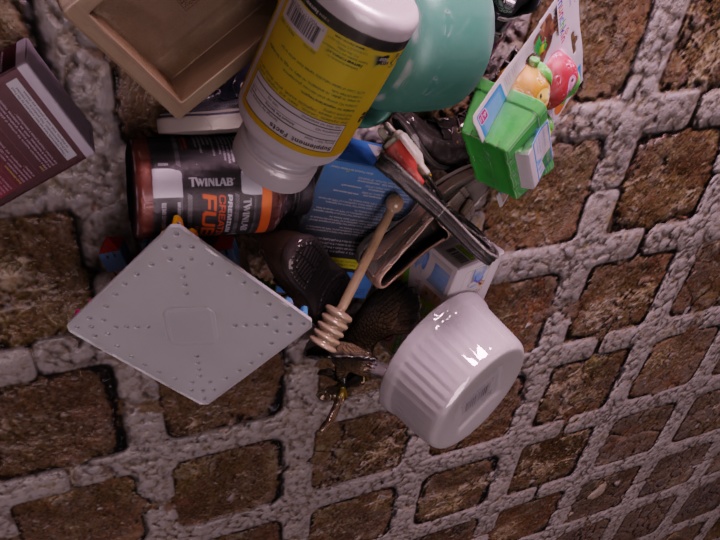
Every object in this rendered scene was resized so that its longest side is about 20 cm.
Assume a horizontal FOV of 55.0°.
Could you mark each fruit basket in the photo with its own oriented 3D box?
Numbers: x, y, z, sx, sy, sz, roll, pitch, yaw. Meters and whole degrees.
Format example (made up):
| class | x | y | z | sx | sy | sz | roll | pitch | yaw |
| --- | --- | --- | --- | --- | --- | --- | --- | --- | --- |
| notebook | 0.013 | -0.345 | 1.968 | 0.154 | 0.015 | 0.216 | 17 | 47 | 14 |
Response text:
| class | x | y | z | sx | sy | sz | roll | pitch | yaw |
| --- | --- | --- | --- | --- | --- | --- | --- | --- | --- |
| fruit basket | 0.201 | -0.191 | 0.778 | 0.201 | 0.093 | 0.186 | -50 | 150 | -7 |

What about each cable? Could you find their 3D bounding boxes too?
| class | x | y | z | sx | sy | sz | roll | pitch | yaw |
| --- | --- | --- | --- | --- | --- | --- | --- | --- | --- |
| cable | 0.087 | -0.087 | 0.778 | 0.051 | 0.199 | 0.097 | -49 | 175 | 16 |

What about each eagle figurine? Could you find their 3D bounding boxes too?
| class | x | y | z | sx | sy | sz | roll | pitch | yaw |
| --- | --- | --- | --- | --- | --- | --- | --- | --- | --- |
| eagle figurine | -0.003 | 0.107 | 0.945 | 0.147 | 0.154 | 0.202 | 1 | 141 | -6 |

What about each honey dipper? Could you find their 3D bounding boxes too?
| class | x | y | z | sx | sy | sz | roll | pitch | yaw |
| --- | --- | --- | --- | --- | --- | --- | --- | --- | --- |
| honey dipper | 0.000 | 0.000 | 0.827 | 0.038 | 0.038 | 0.203 | 27 | 90 | -41 |

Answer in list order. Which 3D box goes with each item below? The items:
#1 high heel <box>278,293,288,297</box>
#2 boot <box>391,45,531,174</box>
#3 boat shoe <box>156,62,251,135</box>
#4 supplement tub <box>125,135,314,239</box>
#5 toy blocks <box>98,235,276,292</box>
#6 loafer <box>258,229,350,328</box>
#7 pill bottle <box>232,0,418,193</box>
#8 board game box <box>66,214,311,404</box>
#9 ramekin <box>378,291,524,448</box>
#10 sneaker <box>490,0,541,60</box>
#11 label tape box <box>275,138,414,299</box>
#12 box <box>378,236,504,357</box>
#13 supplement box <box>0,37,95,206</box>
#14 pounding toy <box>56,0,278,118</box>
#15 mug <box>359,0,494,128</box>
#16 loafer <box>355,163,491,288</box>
| class | x | y | z | sx | sy | sz | roll | pitch | yaw |
| --- | --- | --- | --- | --- | --- | --- | --- | --- | --- |
| high heel | -0.123 | 0.044 | 0.909 | 0.143 | 0.072 | 0.198 | -46 | 150 | 24 |
| boot | 0.145 | -0.200 | 0.856 | 0.198 | 0.069 | 0.175 | 24 | 109 | -44 |
| boat shoe | -0.120 | -0.196 | 0.723 | 0.195 | 0.075 | 0.095 | -7 | 98 | -1 |
| supplement tub | -0.152 | -0.093 | 0.758 | 0.195 | 0.108 | 0.109 | -5 | 131 | -22 |
| toy blocks | -0.211 | 0.000 | 0.817 | 0.195 | 0.101 | 0.139 | -10 | 127 | 4 |
| loafer | -0.064 | 0.007 | 0.840 | 0.074 | 0.070 | 0.201 | -53 | 151 | -19 |
| pill bottle | -0.041 | -0.170 | 0.615 | 0.110 | 0.114 | 0.201 | 8 | 137 | -31 |
| board game box | -0.188 | 0.054 | 0.773 | 0.199 | 0.026 | 0.199 | -36 | 125 | 24 |
| ramekin | 0.127 | 0.139 | 0.921 | 0.199 | 0.097 | 0.203 | -33 | 146 | -26 |
| sneaker | 0.135 | -0.269 | 0.717 | 0.076 | 0.141 | 0.203 | 18 | 115 | -11 |
| label tape box | -0.023 | -0.064 | 0.879 | 0.141 | 0.064 | 0.202 | 6 | 128 | -30 |
| box | 0.101 | 0.034 | 0.977 | 0.100 | 0.112 | 0.203 | -18 | 137 | -39 |
| supplement box | -0.369 | -0.118 | 0.658 | 0.197 | 0.061 | 0.110 | -29 | 135 | -2 |
| pounding toy | -0.164 | -0.280 | 0.583 | 0.183 | 0.144 | 0.200 | -36 | 152 | 6 |
| mug | 0.038 | -0.221 | 0.689 | 0.113 | 0.151 | 0.189 | -14 | 121 | -41 |
| loafer | 0.086 | -0.050 | 0.857 | 0.198 | 0.063 | 0.072 | -36 | 139 | 5 |
